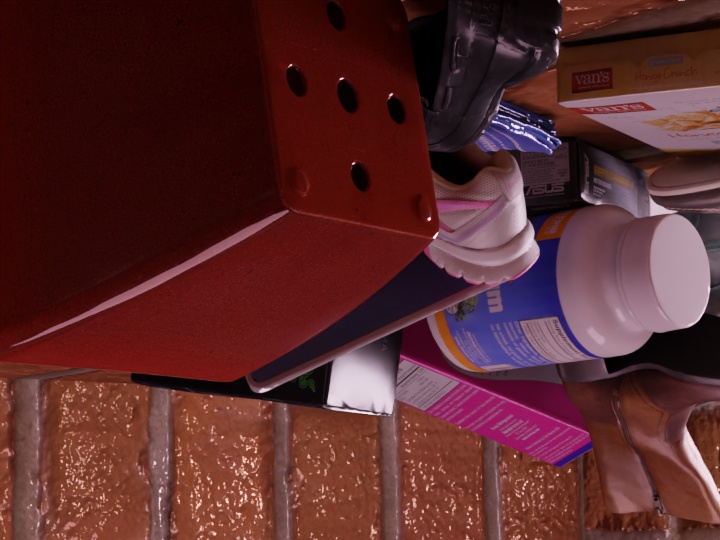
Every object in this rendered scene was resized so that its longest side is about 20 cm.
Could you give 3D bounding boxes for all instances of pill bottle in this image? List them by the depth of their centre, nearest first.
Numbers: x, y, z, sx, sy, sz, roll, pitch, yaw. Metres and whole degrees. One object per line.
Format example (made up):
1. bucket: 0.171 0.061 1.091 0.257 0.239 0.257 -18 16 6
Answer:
1. pill bottle: 0.153 0.011 1.497 0.199 0.113 0.112 -10 168 42

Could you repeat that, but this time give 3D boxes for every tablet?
1. tablet: 0.000 0.000 1.369 0.199 0.131 0.014 -25 136 -2

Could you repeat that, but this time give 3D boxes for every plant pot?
1. plant pot: -0.073 -0.065 1.042 0.175 0.202 0.199 -18 164 33

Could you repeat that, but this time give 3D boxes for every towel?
1. towel: 0.024 -0.094 1.403 0.198 0.024 0.144 -5 170 30

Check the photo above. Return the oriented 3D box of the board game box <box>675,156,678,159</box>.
1. board game box: 0.301 -0.076 1.513 0.125 0.035 0.200 -3 172 11

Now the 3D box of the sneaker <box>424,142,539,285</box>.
1. sneaker: 0.027 -0.065 1.325 0.198 0.089 0.081 16 -145 20

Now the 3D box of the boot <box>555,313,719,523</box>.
1. boot: 0.251 0.130 1.573 0.187 0.069 0.201 -2 129 29

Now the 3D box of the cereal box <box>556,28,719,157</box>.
1. cereal box: 0.225 -0.108 1.250 0.143 0.040 0.199 -4 172 31

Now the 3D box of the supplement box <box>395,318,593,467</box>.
1. supplement box: 0.112 0.074 1.697 0.199 0.102 0.103 24 155 -11

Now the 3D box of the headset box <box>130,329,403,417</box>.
1. headset box: -0.058 0.012 1.497 0.199 0.176 0.092 6 176 36

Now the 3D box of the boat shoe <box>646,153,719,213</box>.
1. boat shoe: 0.293 -0.061 1.352 0.198 0.057 0.067 -15 -157 7

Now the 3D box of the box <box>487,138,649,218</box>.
1. box: 0.108 -0.057 1.581 0.198 0.049 0.158 -5 172 28

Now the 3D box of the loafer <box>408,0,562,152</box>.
1. loafer: 0.049 -0.116 1.105 0.070 0.069 0.201 9 165 -13

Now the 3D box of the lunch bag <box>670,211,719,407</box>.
1. lunch bag: 0.258 0.028 1.585 0.199 0.077 0.160 -22 126 41

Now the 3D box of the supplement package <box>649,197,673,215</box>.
1. supplement package: 0.211 0.006 1.788 0.199 0.119 0.116 -9 168 44
